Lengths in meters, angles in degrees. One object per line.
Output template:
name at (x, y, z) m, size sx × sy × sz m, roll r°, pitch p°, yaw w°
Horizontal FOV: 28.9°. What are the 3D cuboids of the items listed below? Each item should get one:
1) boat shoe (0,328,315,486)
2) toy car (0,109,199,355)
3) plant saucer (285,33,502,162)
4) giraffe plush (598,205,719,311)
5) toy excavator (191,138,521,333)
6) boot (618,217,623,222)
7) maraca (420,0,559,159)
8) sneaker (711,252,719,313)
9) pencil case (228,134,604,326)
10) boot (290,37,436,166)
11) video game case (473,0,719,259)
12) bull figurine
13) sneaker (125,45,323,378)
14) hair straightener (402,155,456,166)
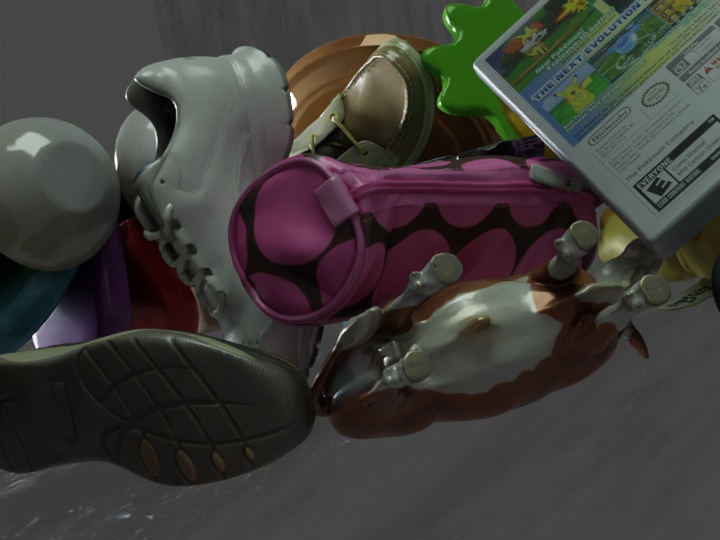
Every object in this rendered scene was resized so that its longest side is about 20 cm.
boat shoe at (-0.102, 0.056, 0.675) m, size 0.200 × 0.075 × 0.073 m, roll -1°, pitch 14°, yaw 32°
toy car at (-0.160, -0.006, 0.809) m, size 0.200 × 0.150 × 0.175 m, roll -15°, pitch -1°, yaw -42°
plant saucer at (0.025, -0.099, 1.107) m, size 0.200 × 0.200 × 0.032 m, roll -6°, pitch 45°, yaw 17°
giraffe plush at (0.218, -0.078, 0.852) m, size 0.172 × 0.162 × 0.200 m, roll -3°, pitch 12°, yaw 29°
toy excavator at (0.000, 0.000, 0.879) m, size 0.194 × 0.100 × 0.200 m, roll -15°, pitch -2°, yaw -23°
boot at (0.210, -0.107, 0.744) m, size 0.200 × 0.090 × 0.073 m, roll -30°, pitch -25°, yaw 16°
maraca at (0.141, -0.124, 0.978) m, size 0.200 × 0.107 × 0.137 m, roll 26°, pitch 58°, yaw 0°
sneaker at (0.208, 0.011, 0.664) m, size 0.088 × 0.074 × 0.200 m, roll -8°, pitch -5°, yaw 44°
pencil case at (0.035, -0.022, 0.707) m, size 0.200 × 0.091 × 0.094 m, roll -7°, pitch -14°, yaw -44°
boot at (-0.038, -0.074, 1.010) m, size 0.155 × 0.072 × 0.200 m, roll -25°, pitch -20°, yaw -38°
video game case at (0.176, -0.125, 0.709) m, size 0.200 × 0.022 × 0.182 m, roll -42°, pitch 45°, yaw 7°
bull figurine at (0.073, 0.027, 0.656) m, size 0.200 × 0.065 × 0.121 m, roll -21°, pitch -19°, yaw -18°
sneaker at (-0.075, -0.020, 0.732) m, size 0.087 × 0.200 × 0.075 m, roll -5°, pitch -16°, yaw -31°
hair straightener at (0.017, -0.061, 0.947) m, size 0.200 × 0.041 × 0.077 m, roll -13°, pitch 21°, yaw 5°
